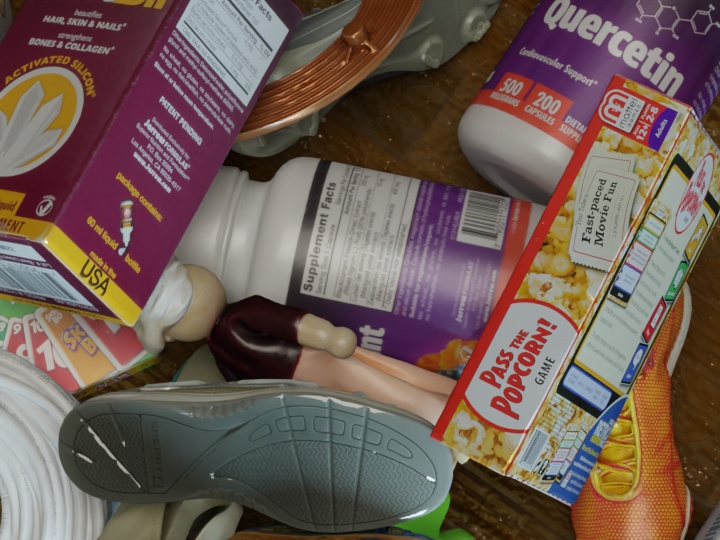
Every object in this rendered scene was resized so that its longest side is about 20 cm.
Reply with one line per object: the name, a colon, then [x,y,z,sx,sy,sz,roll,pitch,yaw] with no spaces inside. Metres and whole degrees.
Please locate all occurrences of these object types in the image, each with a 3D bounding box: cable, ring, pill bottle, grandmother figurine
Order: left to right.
cable: [-0.227,0.137,1.429,0.200,0.069,0.200,-33,77,4]
ring: [-0.059,-0.145,1.458,0.200,0.019,0.200,-16,42,15]
grandmother figurine: [-0.034,0.046,1.384,0.200,0.121,0.061,27,52,-7]
pill bottle: [0.000,0.000,1.447,0.200,0.111,0.112,12,80,3]
pill bottle: [0.148,-0.123,1.468,0.112,0.112,0.200,32,82,6]

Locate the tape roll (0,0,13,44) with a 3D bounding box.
tape roll: [-0.272,-0.175,1.435,0.139,0.203,0.203,-12,80,-1]

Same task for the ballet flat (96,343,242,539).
ballet flat: [-0.084,0.115,1.410,0.069,0.069,0.200,20,49,4]

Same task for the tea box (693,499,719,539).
tea box: [0.232,0.238,1.391,0.197,0.134,0.200,33,81,5]

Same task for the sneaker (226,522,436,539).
sneaker: [-0.050,0.176,1.323,0.200,0.075,0.088,-5,97,-12]

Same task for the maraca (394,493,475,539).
maraca: [-0.024,0.192,1.409,0.200,0.137,0.107,-38,49,-10]

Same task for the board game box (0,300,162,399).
board game box: [-0.196,-0.021,1.496,0.095,0.030,0.200,-25,78,-4]

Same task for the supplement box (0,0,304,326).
supplement box: [-0.131,-0.082,1.367,0.110,0.086,0.200,10,64,39]

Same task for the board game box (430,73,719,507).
board game box: [0.118,0.015,1.340,0.046,0.151,0.200,26,87,20]

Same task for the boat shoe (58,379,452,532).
boat shoe: [-0.050,0.087,1.348,0.202,0.065,0.074,1,106,12]

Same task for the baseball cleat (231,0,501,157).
baseball cleat: [-0.016,-0.137,1.493,0.200,0.070,0.106,-30,40,-27]

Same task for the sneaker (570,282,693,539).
sneaker: [0.138,0.080,1.443,0.073,0.077,0.200,-8,73,27]
